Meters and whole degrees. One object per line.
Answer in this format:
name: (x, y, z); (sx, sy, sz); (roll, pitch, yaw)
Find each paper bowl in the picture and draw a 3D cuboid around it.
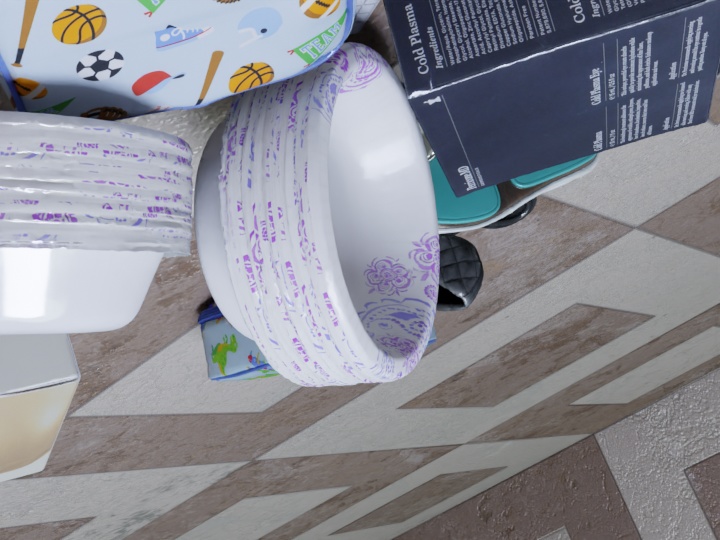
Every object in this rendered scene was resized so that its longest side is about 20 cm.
paper bowl: (-0.029, -0.031, 0.716); (0.103, 0.204, 0.200); (-5, 168, 22)
paper bowl: (-0.188, -0.020, 0.620); (0.197, 0.106, 0.201); (-1, 179, 0)

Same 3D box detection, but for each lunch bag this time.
lunch bag: (-0.043, 0.053, 1.084); (0.198, 0.084, 0.160); (-5, 172, -39)
lunch bag: (-0.091, -0.149, 0.561); (0.197, 0.076, 0.161); (-19, 158, -10)

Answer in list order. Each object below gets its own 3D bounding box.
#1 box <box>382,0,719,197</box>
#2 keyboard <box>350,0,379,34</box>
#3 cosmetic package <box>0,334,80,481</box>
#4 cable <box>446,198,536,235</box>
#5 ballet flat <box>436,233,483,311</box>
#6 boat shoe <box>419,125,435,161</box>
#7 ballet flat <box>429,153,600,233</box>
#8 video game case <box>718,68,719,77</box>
box: (0.117, -0.144, 0.710); (0.179, 0.106, 0.200); (-17, 164, 8)
keyboard: (0.018, -0.196, 0.654); (0.056, 0.011, 0.200); (-10, 157, -32)
cosmetic package: (-0.280, 0.086, 0.908); (0.070, 0.106, 0.200); (-11, 156, -28)
cable: (0.068, -0.050, 0.998); (0.198, 0.050, 0.098); (-27, 146, -25)
ballet flat: (0.000, 0.000, 0.925); (0.197, 0.057, 0.067); (-1, 126, 16)
boat shoe: (-0.015, -0.065, 0.852); (0.200, 0.061, 0.072); (-27, 131, 10)
ballet flat: (0.102, -0.070, 0.937); (0.197, 0.070, 0.070); (-20, 161, -18)
video game case: (0.211, -0.159, 0.950); (0.198, 0.024, 0.182); (-29, 159, 12)
